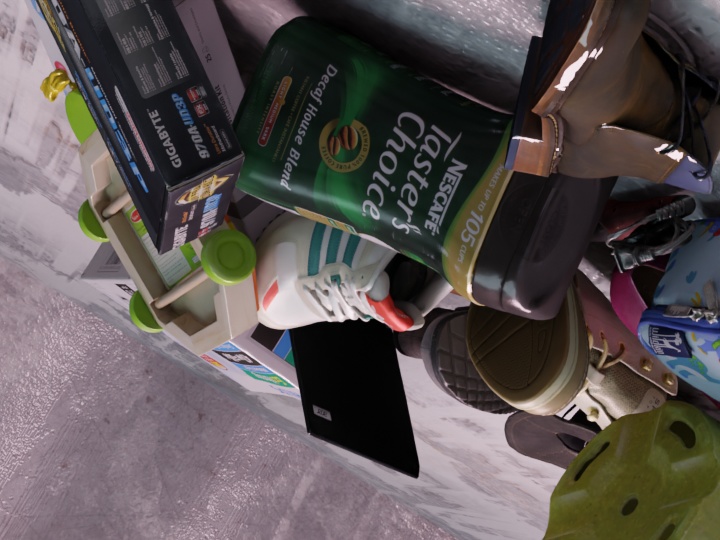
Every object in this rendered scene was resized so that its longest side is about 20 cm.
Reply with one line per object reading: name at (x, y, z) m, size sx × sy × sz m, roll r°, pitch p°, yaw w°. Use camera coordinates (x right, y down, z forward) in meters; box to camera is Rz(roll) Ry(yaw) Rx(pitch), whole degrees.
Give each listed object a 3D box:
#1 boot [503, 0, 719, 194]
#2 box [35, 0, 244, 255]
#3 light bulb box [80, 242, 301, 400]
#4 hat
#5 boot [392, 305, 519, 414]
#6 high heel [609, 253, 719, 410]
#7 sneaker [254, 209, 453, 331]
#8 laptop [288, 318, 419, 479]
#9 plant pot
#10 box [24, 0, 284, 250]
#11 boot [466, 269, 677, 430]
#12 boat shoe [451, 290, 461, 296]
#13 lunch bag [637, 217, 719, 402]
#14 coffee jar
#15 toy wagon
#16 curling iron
boot at (0.120, -0.082, 0.731) m, size 0.096 × 0.075 × 0.200 m, roll 12°, pitch 169°, yaw 0°
box at (-0.129, -0.120, 0.944) m, size 0.201 × 0.046 × 0.159 m, roll 64°, pitch 167°, yaw 6°
light bulb box at (-0.111, 0.010, 1.522) m, size 0.199 × 0.125 × 0.198 m, roll 35°, pitch 168°, yaw -18°
hat at (0.204, 0.120, 1.307) m, size 0.199 × 0.081 × 0.201 m, roll 23°, pitch 166°, yaw 6°
boot at (0.071, 0.056, 1.232) m, size 0.131 × 0.070 × 0.199 m, roll 11°, pitch 180°, yaw 38°
high heel at (0.227, 0.060, 1.003) m, size 0.199 × 0.068 × 0.096 m, roll 32°, pitch 180°, yaw 12°
sneaker at (0.001, 0.000, 1.046) m, size 0.199 × 0.094 × 0.070 m, roll -26°, pitch 127°, yaw 30°
laptop at (-0.056, 0.053, 1.239) m, size 0.199 × 0.104 × 0.177 m, roll 19°, pitch 173°, yaw 30°
plant pot at (0.206, 0.176, 0.985) m, size 0.184 × 0.201 × 0.200 m, roll 40°, pitch 166°, yaw -23°
box at (-0.129, -0.102, 1.116) m, size 0.155 × 0.041 × 0.201 m, roll 21°, pitch 141°, yaw 40°
boot at (0.130, 0.052, 1.036) m, size 0.155 × 0.072 × 0.200 m, roll 44°, pitch -165°, yaw -24°
boat shoe at (0.008, -0.014, 1.244) m, size 0.199 × 0.074 × 0.076 m, roll 25°, pitch 168°, yaw 28°
lunch bag at (0.252, 0.050, 0.889) m, size 0.200 × 0.083 × 0.160 m, roll 35°, pitch 165°, yaw -28°
coffee jar at (0.032, -0.054, 0.929) m, size 0.199 × 0.105 × 0.085 m, roll 25°, pitch -176°, yaw 21°
toy wagon at (-0.133, -0.043, 1.098) m, size 0.201 × 0.039 × 0.155 m, roll 61°, pitch 151°, yaw -1°
curling iron at (0.136, -0.024, 0.960) m, size 0.026 × 0.049 × 0.200 m, roll 62°, pitch 174°, yaw -7°
